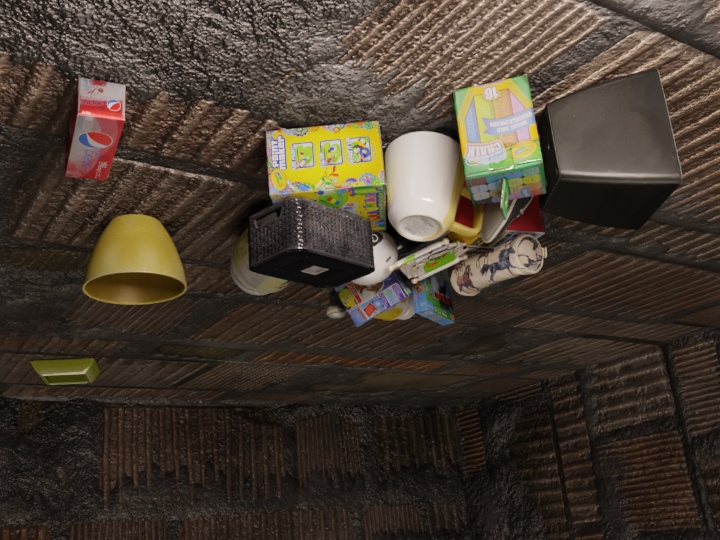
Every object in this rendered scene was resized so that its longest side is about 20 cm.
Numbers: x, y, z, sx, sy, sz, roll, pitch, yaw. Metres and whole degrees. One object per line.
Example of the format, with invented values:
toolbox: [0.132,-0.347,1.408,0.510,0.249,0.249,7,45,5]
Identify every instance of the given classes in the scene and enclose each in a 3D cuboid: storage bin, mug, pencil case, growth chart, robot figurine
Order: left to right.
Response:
storage bin: [-0.084,-0.042,1.362,0.135,0.094,0.200,-21,154,39]
robot figurine: [0.000,-0.059,1.535,0.124,0.200,0.151,14,119,-23]
growth chart: [0.138,-0.021,1.524,0.144,0.018,0.200,-27,164,11]
mug: [0.128,-0.134,1.371,0.186,0.154,0.150,6,149,4]
pencil case: [0.275,-0.009,1.576,0.089,0.078,0.200,-10,170,-40]

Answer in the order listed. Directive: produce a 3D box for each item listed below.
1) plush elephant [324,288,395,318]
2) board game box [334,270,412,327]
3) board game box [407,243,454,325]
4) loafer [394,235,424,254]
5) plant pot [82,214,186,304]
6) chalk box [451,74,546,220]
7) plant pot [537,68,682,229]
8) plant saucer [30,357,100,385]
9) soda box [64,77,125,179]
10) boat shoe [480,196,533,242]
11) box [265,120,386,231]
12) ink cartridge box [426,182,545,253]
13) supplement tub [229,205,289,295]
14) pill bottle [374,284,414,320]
plush elephant: [-0.003,-0.014,1.757,0.164,0.200,0.155,-2,137,-14]
board game box: [0.000,0.000,1.665,0.135,0.200,0.034,-31,176,17]
board game box: [0.157,0.012,1.782,0.037,0.201,0.151,-17,158,26]
loafer: [0.097,-0.074,1.643,0.072,0.073,0.200,-39,174,15]
plant pot: [-0.452,-0.028,1.584,0.199,0.142,0.200,-5,160,-2]
chalk box: [0.225,-0.183,1.249,0.123,0.201,0.124,-10,161,12]
plant pot: [0.384,-0.186,1.288,0.177,0.201,0.200,-5,161,-2]
plant saucer: [-0.978,0.341,2.620,0.199,0.048,0.200,-1,160,-13]
soda box: [-0.408,-0.210,1.203,0.070,0.064,0.200,3,158,-24]
boat shoe: [0.282,-0.134,1.434,0.060,0.074,0.200,10,117,-25]
box: [-0.055,-0.152,1.377,0.192,0.122,0.200,-5,161,0]
ink cartridge box: [0.251,-0.100,1.550,0.199,0.084,0.176,2,160,-20]
supplement tub: [-0.184,-0.037,1.633,0.145,0.145,0.200,4,159,-26]
pill bottle: [0.052,0.068,2.042,0.114,0.115,0.200,-23,154,40]
